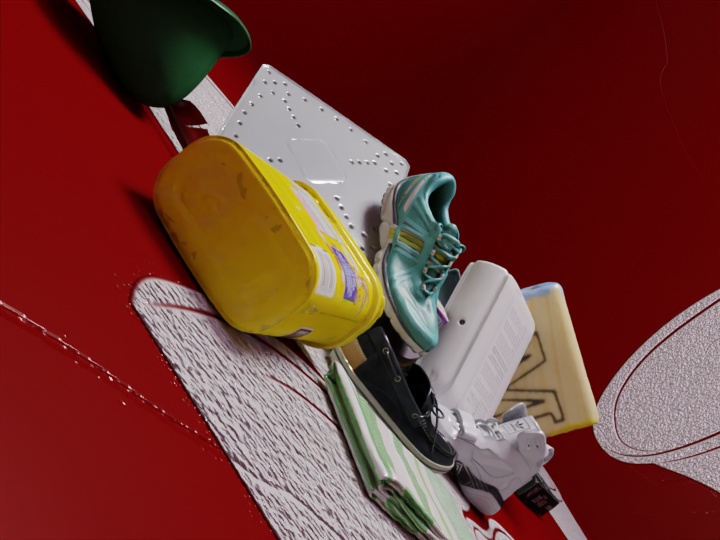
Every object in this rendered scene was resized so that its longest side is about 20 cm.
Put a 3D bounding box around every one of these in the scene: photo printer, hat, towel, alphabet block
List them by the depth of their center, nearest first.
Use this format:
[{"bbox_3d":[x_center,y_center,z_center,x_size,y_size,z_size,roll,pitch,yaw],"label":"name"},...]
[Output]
[{"bbox_3d":[0.043,0.175,0.741,0.200,0.023,0.153,50,6,-35],"label":"towel"},{"bbox_3d":[-0.196,-0.153,0.787,0.199,0.177,0.166,16,-8,29],"label":"hat"},{"bbox_3d":[0.137,0.112,1.109,0.069,0.201,0.167,19,-20,32],"label":"photo printer"},{"bbox_3d":[0.219,0.139,1.312,0.195,0.195,0.201,6,68,-82],"label":"alphabet block"}]

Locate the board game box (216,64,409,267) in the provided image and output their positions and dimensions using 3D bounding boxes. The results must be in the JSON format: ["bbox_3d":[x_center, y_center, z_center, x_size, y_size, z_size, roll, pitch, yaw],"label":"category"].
[{"bbox_3d":[-0.051,-0.106,0.934,0.199,0.026,0.200,33,40,-12],"label":"board game box"}]

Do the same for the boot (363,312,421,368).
[{"bbox_3d":[-0.027,0.033,0.912,0.200,0.074,0.075,42,-36,-4],"label":"boot"}]

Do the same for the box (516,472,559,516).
[{"bbox_3d":[0.270,0.333,1.620,0.200,0.043,0.160,58,7,37],"label":"box"}]

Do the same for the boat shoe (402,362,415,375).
[{"bbox_3d":[0.063,0.090,1.176,0.073,0.062,0.201,-15,-88,63],"label":"boat shoe"}]

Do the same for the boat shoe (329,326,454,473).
[{"bbox_3d":[0.046,0.128,0.865,0.200,0.062,0.075,52,3,-33],"label":"boat shoe"}]

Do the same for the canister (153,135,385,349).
[{"bbox_3d":[-0.063,-0.015,0.686,0.149,0.086,0.200,56,7,13],"label":"canister"}]

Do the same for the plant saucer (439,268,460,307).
[{"bbox_3d":[0.124,0.102,1.215,0.019,0.069,0.201,129,-54,-88],"label":"plant saucer"}]

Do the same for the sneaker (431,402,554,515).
[{"bbox_3d":[0.134,0.180,1.008,0.200,0.115,0.075,51,5,-26],"label":"sneaker"}]

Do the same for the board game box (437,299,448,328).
[{"bbox_3d":[0.000,0.000,1.043,0.200,0.105,0.103,53,6,-7],"label":"board game box"}]

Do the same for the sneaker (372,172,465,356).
[{"bbox_3d":[0.061,-0.015,0.878,0.077,0.079,0.201,38,44,-46],"label":"sneaker"}]
